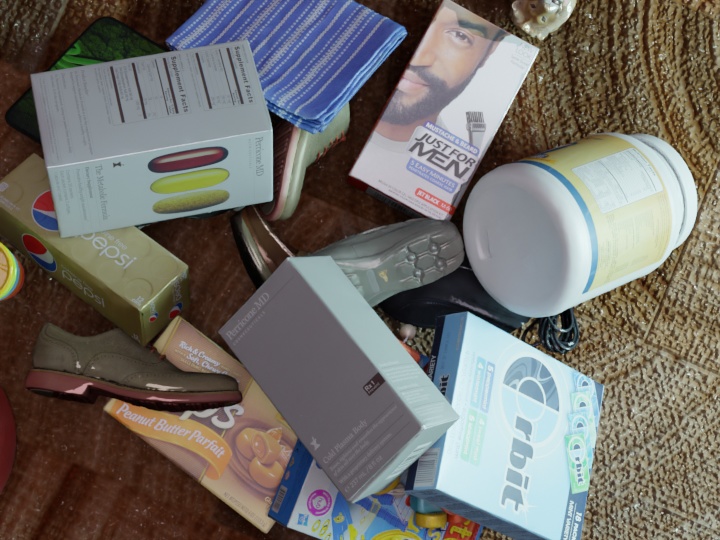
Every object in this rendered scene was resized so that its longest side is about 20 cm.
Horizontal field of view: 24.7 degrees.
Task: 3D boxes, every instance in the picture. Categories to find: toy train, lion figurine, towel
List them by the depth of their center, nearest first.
[{"bbox_3d":[0.058,0.152,1.524,0.200,0.056,0.150,40,80,-21],"label":"toy train"},{"bbox_3d":[-0.072,-0.224,1.583,0.200,0.024,0.145,31,69,24],"label":"towel"},{"bbox_3d":[0.155,-0.334,1.644,0.122,0.072,0.200,-42,76,8],"label":"lion figurine"}]

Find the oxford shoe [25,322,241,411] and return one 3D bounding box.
[{"bbox_3d":[-0.207,0.088,1.529,0.199,0.070,0.075,8,77,-4],"label":"oxford shoe"}]

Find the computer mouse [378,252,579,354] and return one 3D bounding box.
[{"bbox_3d":[0.114,0.014,1.599,0.199,0.139,0.053,4,129,5],"label":"computer mouse"}]

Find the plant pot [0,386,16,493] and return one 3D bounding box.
[{"bbox_3d":[-0.428,0.163,1.516,0.200,0.177,0.201,0,87,-4],"label":"plant pot"}]

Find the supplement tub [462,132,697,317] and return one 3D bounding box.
[{"bbox_3d":[0.210,-0.049,1.554,0.200,0.145,0.145,-20,89,-41],"label":"supplement tub"}]

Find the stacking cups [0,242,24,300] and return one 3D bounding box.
[{"bbox_3d":[-0.342,0.006,1.517,0.060,0.200,0.061,1,86,-7],"label":"stacking cups"}]

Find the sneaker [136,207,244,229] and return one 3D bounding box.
[{"bbox_3d":[-0.189,-0.080,1.589,0.199,0.087,0.074,-7,88,-4],"label":"sneaker"}]

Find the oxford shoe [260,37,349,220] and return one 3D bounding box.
[{"bbox_3d":[-0.045,-0.133,1.595,0.075,0.070,0.201,23,70,-23],"label":"oxford shoe"}]

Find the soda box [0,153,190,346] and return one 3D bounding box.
[{"bbox_3d":[-0.252,-0.020,1.527,0.200,0.064,0.068,35,61,19],"label":"soda box"}]

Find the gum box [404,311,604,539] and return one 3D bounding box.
[{"bbox_3d":[0.138,0.154,1.536,0.200,0.044,0.170,29,63,-36],"label":"gum box"}]

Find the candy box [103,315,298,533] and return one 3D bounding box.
[{"bbox_3d":[-0.135,0.148,1.598,0.200,0.055,0.116,38,84,-1],"label":"candy box"}]

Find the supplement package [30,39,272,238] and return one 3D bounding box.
[{"bbox_3d":[-0.186,-0.119,1.489,0.199,0.114,0.110,-11,59,-9],"label":"supplement package"}]

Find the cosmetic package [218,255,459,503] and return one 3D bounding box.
[{"bbox_3d":[-0.020,0.092,1.456,0.200,0.090,0.107,48,111,15],"label":"cosmetic package"}]

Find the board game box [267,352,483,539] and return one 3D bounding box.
[{"bbox_3d":[0.039,0.179,1.579,0.195,0.056,0.200,23,86,-23],"label":"board game box"}]

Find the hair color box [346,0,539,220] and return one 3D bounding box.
[{"bbox_3d":[0.080,-0.152,1.626,0.111,0.064,0.200,28,84,-2],"label":"hair color box"}]

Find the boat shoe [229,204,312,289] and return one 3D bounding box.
[{"bbox_3d":[-0.054,0.018,1.608,0.074,0.076,0.200,-33,98,-10],"label":"boat shoe"}]

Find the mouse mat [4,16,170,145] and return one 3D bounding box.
[{"bbox_3d":[-0.218,-0.152,1.577,0.200,0.008,0.161,30,63,16],"label":"mouse mat"}]

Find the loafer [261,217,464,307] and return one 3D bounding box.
[{"bbox_3d":[0.000,0.000,1.556,0.199,0.070,0.070,-16,110,-3],"label":"loafer"}]
